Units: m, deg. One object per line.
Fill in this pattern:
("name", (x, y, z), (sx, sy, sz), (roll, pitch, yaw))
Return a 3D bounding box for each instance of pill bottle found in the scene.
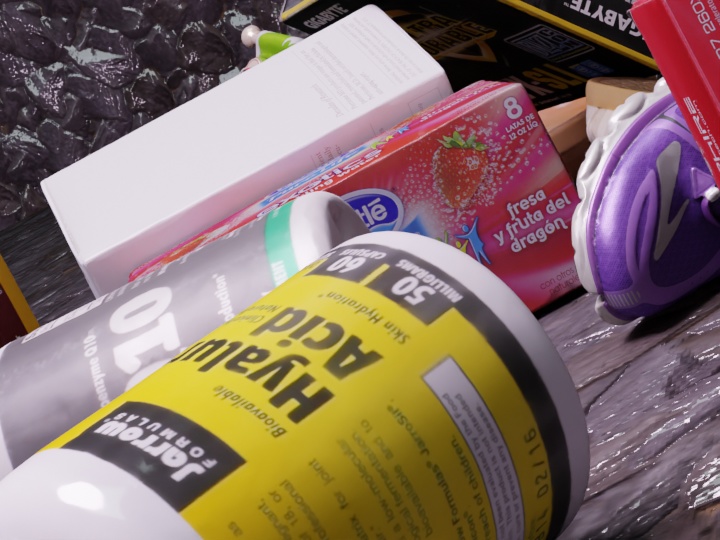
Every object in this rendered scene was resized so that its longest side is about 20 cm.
("pill bottle", (-0.036, 0.080, 0.583), (0.200, 0.112, 0.111), (-36, 12, -37))
("pill bottle", (-0.075, 0.061, 0.794), (0.199, 0.114, 0.113), (-27, 9, 13))

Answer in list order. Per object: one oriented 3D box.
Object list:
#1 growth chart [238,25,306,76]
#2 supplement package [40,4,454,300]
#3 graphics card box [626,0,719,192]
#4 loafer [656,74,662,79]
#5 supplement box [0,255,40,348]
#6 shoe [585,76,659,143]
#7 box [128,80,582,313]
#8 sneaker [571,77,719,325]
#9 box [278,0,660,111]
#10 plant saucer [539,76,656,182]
("growth chart", (-0.061, -0.046, 1.215), (0.144, 0.018, 0.201), (11, 78, 57))
("supplement package", (-0.042, -0.026, 1.075), (0.199, 0.117, 0.117), (-28, 30, -6))
("graphics card box", (0.206, -0.081, 0.704), (0.199, 0.126, 0.051), (-28, 2, -2))
("loafer", (0.192, -0.105, 1.078), (0.070, 0.070, 0.200), (-33, 2, 2))
("supplement box", (-0.312, 0.091, 1.267), (0.196, 0.134, 0.200), (-24, 10, 22))
("shoe", (0.156, -0.059, 0.996), (0.069, 0.054, 0.200), (4, 7, -13))
("box", (0.000, 0.000, 0.960), (0.199, 0.096, 0.100), (-29, 8, -3))
("sneaker", (0.167, -0.049, 0.822), (0.199, 0.081, 0.083), (-36, 27, -15))
("box", (0.060, -0.142, 1.143), (0.200, 0.159, 0.050), (171, 117, -70))
("plant saucer", (0.087, -0.065, 1.245), (0.199, 0.038, 0.200), (-27, 9, 5))
